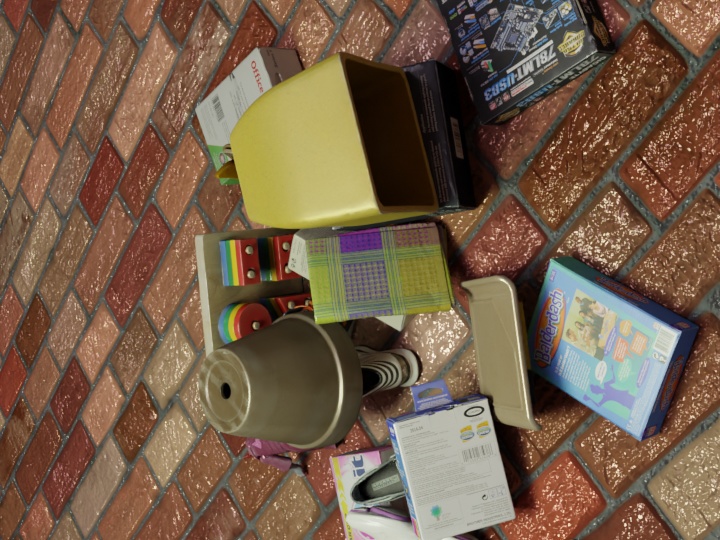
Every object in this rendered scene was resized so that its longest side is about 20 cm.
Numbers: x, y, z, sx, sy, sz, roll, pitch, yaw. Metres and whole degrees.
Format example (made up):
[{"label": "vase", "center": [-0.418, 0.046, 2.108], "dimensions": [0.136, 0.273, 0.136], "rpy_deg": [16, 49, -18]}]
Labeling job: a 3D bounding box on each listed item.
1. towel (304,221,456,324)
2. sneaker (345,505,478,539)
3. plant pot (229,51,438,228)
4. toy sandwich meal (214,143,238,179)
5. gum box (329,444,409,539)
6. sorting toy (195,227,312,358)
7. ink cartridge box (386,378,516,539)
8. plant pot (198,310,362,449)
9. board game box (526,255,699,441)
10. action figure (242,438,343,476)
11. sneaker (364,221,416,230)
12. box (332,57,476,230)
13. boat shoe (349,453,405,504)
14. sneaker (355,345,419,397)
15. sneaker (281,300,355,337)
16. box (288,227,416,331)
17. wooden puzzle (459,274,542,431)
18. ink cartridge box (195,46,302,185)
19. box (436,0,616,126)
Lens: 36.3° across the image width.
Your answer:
[{"label": "towel", "center": [0.029, 0.004, 1.512], "dimensions": [0.023, 0.200, 0.144], "rpy_deg": [87, 176, -58]}, {"label": "sneaker", "center": [0.069, 0.396, 1.552], "dimensions": [0.200, 0.075, 0.100], "rpy_deg": [18, 89, 10]}, {"label": "plant pot", "center": [-0.046, -0.141, 1.378], "dimensions": [0.200, 0.195, 0.194], "rpy_deg": [-15, 87, 25]}, {"label": "toy sandwich meal", "center": [-0.129, -0.127, 1.670], "dimensions": [0.205, 0.205, 0.070], "rpy_deg": [17, 80, 44]}, {"label": "gum box", "center": [0.032, 0.369, 1.658], "dimensions": [0.113, 0.066, 0.200], "rpy_deg": [-18, 82, 45]}, {"label": "sorting toy", "center": [-0.150, 0.034, 1.708], "dimensions": [0.070, 0.200, 0.199], "rpy_deg": [-2, 94, 43]}, {"label": "ink cartridge box", "center": [0.118, 0.250, 1.484], "dimensions": [0.076, 0.136, 0.200], "rpy_deg": [170, 87, -82]}, {"label": "plant pot", "center": [-0.125, 0.162, 1.548], "dimensions": [0.200, 0.173, 0.200], "rpy_deg": [4, 95, 45]}, {"label": "board game box", "center": [0.300, 0.092, 1.352], "dimensions": [0.200, 0.045, 0.152], "rpy_deg": [34, 120, 38]}, {"label": "action figure", "center": [-0.125, 0.273, 1.764], "dimensions": [0.200, 0.149, 0.134], "rpy_deg": [-29, 81, 31]}, {"label": "sneaker", "center": [-0.002, -0.105, 1.626], "dimensions": [0.200, 0.075, 0.078], "rpy_deg": [52, 132, 30]}, {"label": "box", "center": [0.045, -0.166, 1.494], "dimensions": [0.182, 0.104, 0.200], "rpy_deg": [-9, 89, 19]}, {"label": "boat shoe", "center": [0.075, 0.279, 1.551], "dimensions": [0.199, 0.068, 0.074], "rpy_deg": [-22, 80, 18]}, {"label": "sneaker", "center": [-0.019, 0.156, 1.647], "dimensions": [0.200, 0.115, 0.076], "rpy_deg": [-13, 86, 47]}, {"label": "sneaker", "center": [-0.051, 0.050, 1.668], "dimensions": [0.078, 0.112, 0.200], "rpy_deg": [34, 118, 38]}, {"label": "box", "center": [0.000, 0.000, 1.581], "dimensions": [0.200, 0.082, 0.068], "rpy_deg": [30, 132, 19]}, {"label": "wooden puzzle", "center": [0.187, 0.106, 1.435], "dimensions": [0.185, 0.037, 0.200], "rpy_deg": [161, 97, -79]}, {"label": "ink cartridge box", "center": [-0.166, -0.247, 1.767], "dimensions": [0.200, 0.084, 0.146], "rpy_deg": [-32, 73, 44]}, {"label": "box", "center": [0.203, -0.316, 1.394], "dimensions": [0.200, 0.050, 0.199], "rpy_deg": [-31, 74, 44]}]
